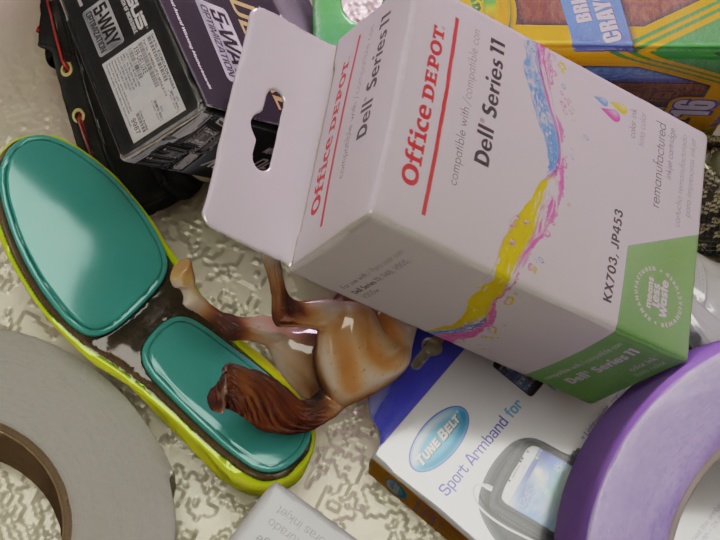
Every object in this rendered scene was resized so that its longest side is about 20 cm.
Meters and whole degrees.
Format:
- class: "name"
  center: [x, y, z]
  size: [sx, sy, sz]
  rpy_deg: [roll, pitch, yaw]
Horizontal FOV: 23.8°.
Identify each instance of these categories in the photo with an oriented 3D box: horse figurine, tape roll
- class: "horse figurine"
  center: [0.000, 0.000, 0.756]
  size: [0.133, 0.050, 0.200]
  rpy_deg: [49, 65, -30]
- class: "tape roll"
  center: [-0.179, 0.119, 0.745]
  size: [0.202, 0.037, 0.203]
  rpy_deg: [4, 59, -6]
- class: "tape roll"
  center: [0.184, 0.124, 0.709]
  size: [0.199, 0.085, 0.201]
  rpy_deg: [0, 87, -2]

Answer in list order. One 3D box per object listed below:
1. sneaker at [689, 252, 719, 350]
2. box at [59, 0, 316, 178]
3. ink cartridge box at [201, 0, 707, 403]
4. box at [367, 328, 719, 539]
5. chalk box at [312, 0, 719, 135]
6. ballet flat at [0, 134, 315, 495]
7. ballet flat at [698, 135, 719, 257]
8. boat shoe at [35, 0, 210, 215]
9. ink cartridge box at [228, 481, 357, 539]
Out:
- class: "sneaker"
  center: [0.199, 0.035, 0.807]
  size: [0.200, 0.078, 0.099]
  rpy_deg: [41, 67, 0]
- class: "box"
  center: [-0.083, -0.137, 0.795]
  size: [0.050, 0.158, 0.200]
  rpy_deg: [-30, 73, 23]
- class: "ink cartridge box"
  center: [0.044, -0.038, 0.707]
  size: [0.200, 0.067, 0.117]
  rpy_deg: [23, 60, -24]
- class: "box"
  center: [0.099, 0.095, 0.793]
  size: [0.200, 0.041, 0.119]
  rpy_deg: [39, 74, 11]
- class: "chalk box"
  center: [0.077, -0.135, 0.819]
  size: [0.199, 0.124, 0.125]
  rpy_deg: [0, 72, -5]
- class: "ballet flat"
  center: [-0.100, 0.026, 0.783]
  size: [0.067, 0.067, 0.200]
  rpy_deg: [-41, 87, -21]
- class: "ballet flat"
  center: [0.247, -0.029, 0.820]
  size: [0.199, 0.075, 0.068]
  rpy_deg: [9, 53, 0]
- class: "boat shoe"
  center: [-0.130, -0.120, 0.826]
  size: [0.063, 0.074, 0.202]
  rpy_deg: [-28, 76, 18]
- class: "ink cartridge box"
  center: [-0.039, 0.216, 0.720]
  size: [0.145, 0.083, 0.200]
  rpy_deg: [35, 73, 6]
